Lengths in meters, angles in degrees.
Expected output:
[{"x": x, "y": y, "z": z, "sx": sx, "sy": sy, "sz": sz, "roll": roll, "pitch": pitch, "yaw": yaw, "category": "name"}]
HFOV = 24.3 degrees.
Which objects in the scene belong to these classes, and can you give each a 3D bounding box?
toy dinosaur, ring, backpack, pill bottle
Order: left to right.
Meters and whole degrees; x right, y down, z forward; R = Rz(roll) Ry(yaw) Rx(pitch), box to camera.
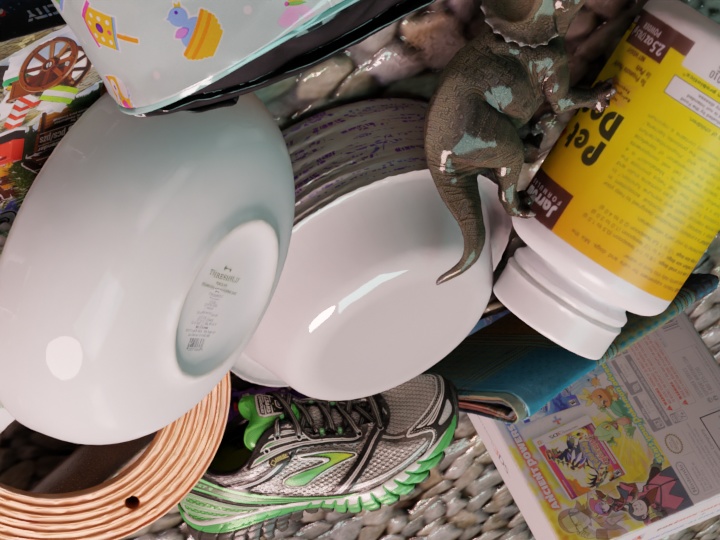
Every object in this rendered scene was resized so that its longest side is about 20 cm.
[{"x": -0.172, "y": 0.065, "z": 0.935, "sx": 0.199, "sy": 0.019, "sz": 0.202, "roll": -3, "pitch": 112, "yaw": -7, "category": "ring"}, {"x": -0.039, "y": -0.155, "z": 0.656, "sx": 0.200, "sy": 0.176, "sz": 0.154, "roll": -36, "pitch": 110, "yaw": 1, "category": "backpack"}, {"x": 0.075, "y": -0.092, "z": 0.931, "sx": 0.102, "sy": 0.077, "sz": 0.201, "roll": 29, "pitch": 99, "yaw": -34, "category": "toy dinosaur"}, {"x": 0.163, "y": -0.051, "z": 0.977, "sx": 0.109, "sy": 0.109, "sz": 0.201, "roll": 17, "pitch": 109, "yaw": -52, "category": "pill bottle"}]

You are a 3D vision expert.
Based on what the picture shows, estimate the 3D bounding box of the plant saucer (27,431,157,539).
[{"x": -0.187, "y": 0.148, "z": 1.070, "sx": 0.200, "sy": 0.032, "sz": 0.200, "roll": -43, "pitch": 176, "yaw": -4, "category": "plant saucer"}]

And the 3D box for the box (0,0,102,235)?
[{"x": -0.208, "y": -0.049, "z": 0.723, "sx": 0.199, "sy": 0.038, "sz": 0.137, "roll": -23, "pitch": 150, "yaw": -32, "category": "box"}]

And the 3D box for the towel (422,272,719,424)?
[{"x": 0.132, "y": 0.048, "z": 1.147, "sx": 0.199, "sy": 0.022, "sz": 0.146, "roll": -28, "pitch": -164, "yaw": -31, "category": "towel"}]

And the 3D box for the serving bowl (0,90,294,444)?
[{"x": -0.091, "y": 0.002, "z": 0.814, "sx": 0.200, "sy": 0.066, "sz": 0.201, "roll": -47, "pitch": 152, "yaw": -34, "category": "serving bowl"}]

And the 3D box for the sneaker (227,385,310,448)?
[{"x": -0.051, "y": 0.101, "z": 1.137, "sx": 0.200, "sy": 0.081, "sz": 0.083, "roll": -39, "pitch": 147, "yaw": 15, "category": "sneaker"}]

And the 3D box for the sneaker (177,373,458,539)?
[{"x": -0.031, "y": 0.113, "z": 1.070, "sx": 0.199, "sy": 0.078, "sz": 0.085, "roll": -22, "pitch": 125, "yaw": 3, "category": "sneaker"}]

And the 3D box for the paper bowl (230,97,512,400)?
[{"x": 0.000, "y": 0.000, "z": 1.008, "sx": 0.200, "sy": 0.105, "sz": 0.201, "roll": -22, "pitch": 148, "yaw": -14, "category": "paper bowl"}]

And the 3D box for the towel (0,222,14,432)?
[{"x": -0.203, "y": 0.062, "z": 0.851, "sx": 0.200, "sy": 0.031, "sz": 0.149, "roll": -42, "pitch": 157, "yaw": 12, "category": "towel"}]

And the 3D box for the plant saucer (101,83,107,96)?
[{"x": -0.105, "y": -0.123, "z": 0.803, "sx": 0.199, "sy": 0.032, "sz": 0.201, "roll": -22, "pitch": 150, "yaw": -13, "category": "plant saucer"}]

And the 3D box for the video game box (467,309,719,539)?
[{"x": 0.180, "y": 0.104, "z": 1.220, "sx": 0.181, "sy": 0.201, "sz": 0.047, "roll": -17, "pitch": 150, "yaw": -19, "category": "video game box"}]
